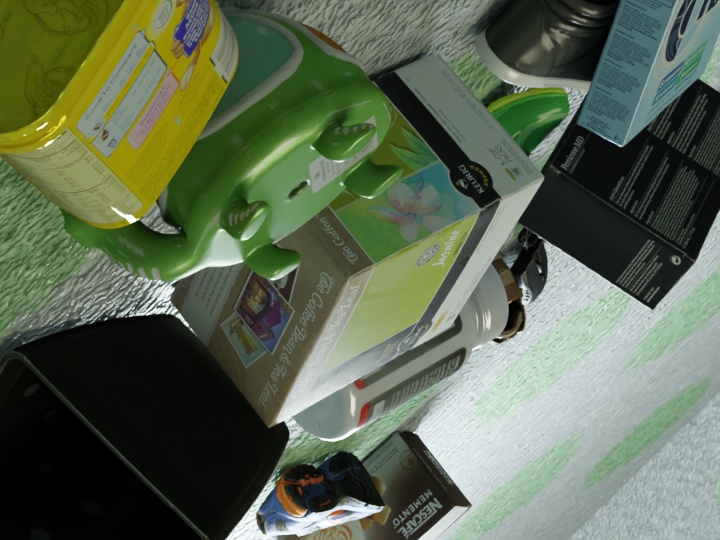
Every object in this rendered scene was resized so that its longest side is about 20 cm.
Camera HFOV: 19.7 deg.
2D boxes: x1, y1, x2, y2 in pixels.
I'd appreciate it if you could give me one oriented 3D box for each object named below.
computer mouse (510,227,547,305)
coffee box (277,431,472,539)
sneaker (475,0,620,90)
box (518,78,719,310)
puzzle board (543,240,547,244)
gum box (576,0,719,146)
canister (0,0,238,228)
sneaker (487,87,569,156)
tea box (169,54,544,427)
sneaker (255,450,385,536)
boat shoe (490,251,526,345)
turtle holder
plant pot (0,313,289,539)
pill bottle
[{"bbox_3d":[0.174,-0.020,2.040,0.059,0.034,0.200,-54,167,-22],"label":"computer mouse"},{"bbox_3d":[0.015,0.293,2.385,0.200,0.115,0.080,-42,163,10],"label":"coffee box"},{"bbox_3d":[0.180,-0.192,1.572,0.199,0.071,0.099,-11,152,-50],"label":"sneaker"},{"bbox_3d":[0.233,-0.085,1.725,0.200,0.141,0.079,-56,-179,-43],"label":"box"},{"bbox_3d":[0.286,-0.098,2.129,0.199,0.017,0.151,-22,156,-43],"label":"puzzle board"},{"bbox_3d":[0.241,-0.213,1.547,0.170,0.044,0.201,-39,153,-51],"label":"gum box"},{"bbox_3d":[-0.137,-0.110,1.054,0.149,0.086,0.200,-58,166,-7],"label":"canister"},{"bbox_3d":[0.102,-0.071,1.696,0.200,0.084,0.074,-44,162,12],"label":"sneaker"},{"bbox_3d":[-0.007,-0.022,1.508,0.196,0.134,0.200,-28,159,-36],"label":"tea box"},{"bbox_3d":[-0.046,0.246,2.235,0.078,0.076,0.200,-37,157,26],"label":"sneaker"},{"bbox_3d":[0.125,0.043,2.050,0.076,0.072,0.200,-37,163,-7],"label":"boat shoe"},{"bbox_3d":[-0.076,-0.071,1.241,0.186,0.132,0.141,-45,163,20],"label":"turtle holder"},{"bbox_3d":[-0.169,0.149,1.525,0.177,0.200,0.200,-35,166,-51],"label":"plant pot"},{"bbox_3d":[0.026,0.057,1.810,0.199,0.114,0.114,-28,160,-33],"label":"pill bottle"}]
